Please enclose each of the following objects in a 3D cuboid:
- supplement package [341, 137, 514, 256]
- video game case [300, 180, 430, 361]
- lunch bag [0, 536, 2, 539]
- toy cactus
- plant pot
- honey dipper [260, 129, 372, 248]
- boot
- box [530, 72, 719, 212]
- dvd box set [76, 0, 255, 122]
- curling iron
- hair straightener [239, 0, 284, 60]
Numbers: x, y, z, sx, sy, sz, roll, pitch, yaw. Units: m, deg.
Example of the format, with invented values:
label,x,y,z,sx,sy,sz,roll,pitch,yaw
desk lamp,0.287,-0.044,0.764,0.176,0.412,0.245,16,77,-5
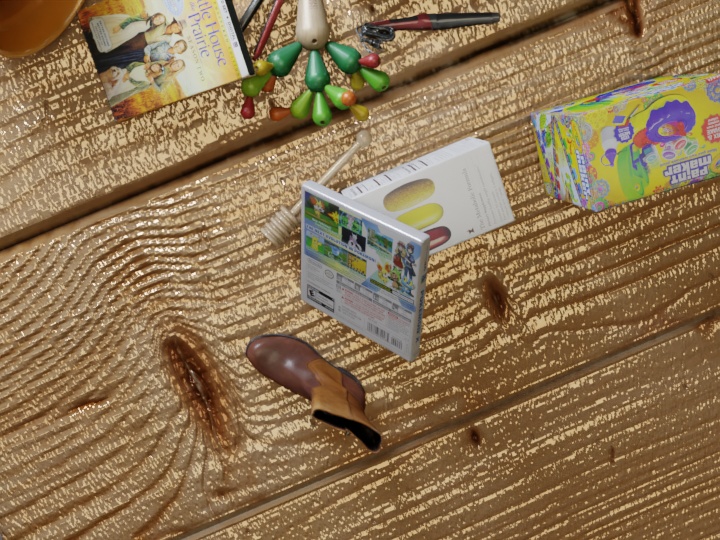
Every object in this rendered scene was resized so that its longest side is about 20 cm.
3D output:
label,x,y,z,sx,sy,sz,roll,pitch,yaw
supplement package,0.086,-0.087,1.142,0.197,0.110,0.115,-23,103,-2
video game case,0.000,0.000,1.099,0.022,0.198,0.185,-31,137,-40
lunch bag,-0.611,0.371,1.172,0.197,0.076,0.163,-22,101,-3
toy cactus,-0.062,-0.272,1.103,0.196,0.102,0.168,-5,94,3
plant pot,-0.438,-0.384,0.990,0.182,0.200,0.202,33,96,4
honey dipper,-0.057,-0.116,1.160,0.038,0.038,0.200,42,90,-13
boot,-0.068,0.164,1.127,0.187,0.200,0.069,35,96,-12
box,0.354,-0.171,1.114,0.197,0.193,0.124,-16,103,-4
dvd box set,-0.245,-0.286,1.071,0.197,0.029,0.149,-14,102,16
curling iron,0.091,-0.322,1.135,0.196,0.026,0.050,-10,66,-8
hair straightener,-0.124,-0.378,1.091,0.076,0.041,0.202,25,103,-10
